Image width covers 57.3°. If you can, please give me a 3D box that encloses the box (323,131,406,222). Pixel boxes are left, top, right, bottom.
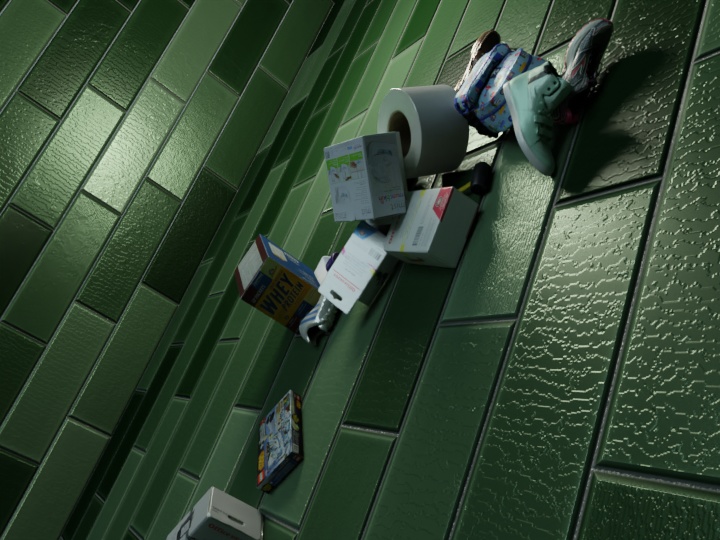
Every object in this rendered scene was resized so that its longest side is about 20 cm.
[{"bbox_3d":[0.005,-0.207,1.500,0.198,0.094,0.182,2,103,62],"label":"box"}]

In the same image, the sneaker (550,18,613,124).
[{"bbox_3d":[0.426,-0.373,1.253,0.075,0.079,0.204,43,114,50],"label":"sneaker"}]

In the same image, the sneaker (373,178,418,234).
[{"bbox_3d":[0.083,-0.180,1.679,0.084,0.074,0.205,-1,63,56],"label":"sneaker"}]

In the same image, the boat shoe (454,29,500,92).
[{"bbox_3d":[0.303,-0.510,1.657,0.205,0.069,0.070,-66,17,2],"label":"boat shoe"}]

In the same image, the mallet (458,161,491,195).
[{"bbox_3d":[0.219,-0.182,1.469,0.199,0.041,0.067,-22,43,59],"label":"mallet"}]

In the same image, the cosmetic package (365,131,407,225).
[{"bbox_3d":[0.052,-0.213,1.567,0.150,0.050,0.207,1,101,61],"label":"cosmetic package"}]

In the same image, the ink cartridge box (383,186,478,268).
[{"bbox_3d":[0.147,-0.092,1.423,0.199,0.082,0.149,8,75,64],"label":"ink cartridge box"}]

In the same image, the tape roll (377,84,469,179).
[{"bbox_3d":[0.144,-0.324,1.543,0.202,0.136,0.209,35,130,55],"label":"tape roll"}]

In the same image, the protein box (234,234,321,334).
[{"bbox_3d":[-0.225,0.035,1.811,0.136,0.196,0.200,-53,24,7],"label":"protein box"}]

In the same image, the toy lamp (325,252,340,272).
[{"bbox_3d":[-0.022,-0.048,1.750,0.198,0.058,0.059,-34,32,41],"label":"toy lamp"}]

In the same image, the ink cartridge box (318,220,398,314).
[{"bbox_3d":[0.000,0.000,1.571,0.114,0.068,0.203,35,92,31],"label":"ink cartridge box"}]

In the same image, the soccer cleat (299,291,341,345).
[{"bbox_3d":[-0.082,0.104,1.685,0.202,0.069,0.087,-54,40,15],"label":"soccer cleat"}]

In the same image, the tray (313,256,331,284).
[{"bbox_3d":[-0.126,0.054,1.869,0.204,0.022,0.107,-62,25,-10],"label":"tray"}]

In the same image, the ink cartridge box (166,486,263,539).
[{"bbox_3d":[-0.324,0.592,1.454,0.201,0.144,0.084,-48,23,20],"label":"ink cartridge box"}]

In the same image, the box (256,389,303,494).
[{"bbox_3d":[-0.190,0.400,1.554,0.137,0.039,0.202,-47,26,21],"label":"box"}]

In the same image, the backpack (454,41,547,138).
[{"bbox_3d":[0.302,-0.382,1.382,0.185,0.133,0.200,-55,10,3],"label":"backpack"}]

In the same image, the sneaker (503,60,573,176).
[{"bbox_3d":[0.346,-0.287,1.221,0.117,0.073,0.206,-26,74,37],"label":"sneaker"}]
